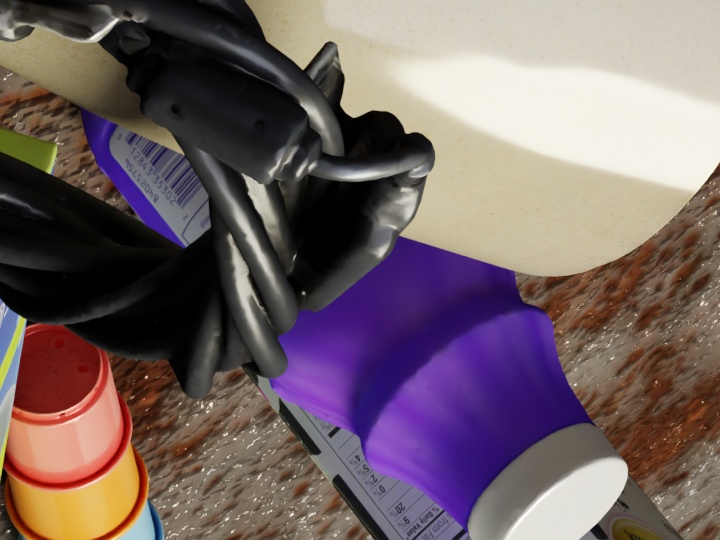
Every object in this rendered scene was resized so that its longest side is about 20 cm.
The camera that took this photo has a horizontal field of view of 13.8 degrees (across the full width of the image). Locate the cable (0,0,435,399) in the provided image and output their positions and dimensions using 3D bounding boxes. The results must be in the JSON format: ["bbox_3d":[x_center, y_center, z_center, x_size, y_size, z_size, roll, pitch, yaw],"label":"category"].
[{"bbox_3d":[-0.078,-0.029,0.667,0.051,0.163,0.200,-69,-167,-19],"label":"cable"}]

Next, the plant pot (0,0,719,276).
[{"bbox_3d":[-0.024,-0.101,0.736,0.199,0.188,0.188,6,131,-33],"label":"plant pot"}]

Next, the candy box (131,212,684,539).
[{"bbox_3d":[0.026,0.048,0.975,0.061,0.200,0.136,-43,153,8],"label":"candy box"}]

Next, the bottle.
[{"bbox_3d":[0.000,0.000,0.868,0.083,0.200,0.065,-41,154,1],"label":"bottle"}]

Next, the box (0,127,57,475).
[{"bbox_3d":[-0.134,0.048,0.874,0.200,0.048,0.122,106,0,-48],"label":"box"}]

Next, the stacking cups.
[{"bbox_3d":[-0.100,0.090,1.040,0.060,0.061,0.200,-32,150,-14],"label":"stacking cups"}]
